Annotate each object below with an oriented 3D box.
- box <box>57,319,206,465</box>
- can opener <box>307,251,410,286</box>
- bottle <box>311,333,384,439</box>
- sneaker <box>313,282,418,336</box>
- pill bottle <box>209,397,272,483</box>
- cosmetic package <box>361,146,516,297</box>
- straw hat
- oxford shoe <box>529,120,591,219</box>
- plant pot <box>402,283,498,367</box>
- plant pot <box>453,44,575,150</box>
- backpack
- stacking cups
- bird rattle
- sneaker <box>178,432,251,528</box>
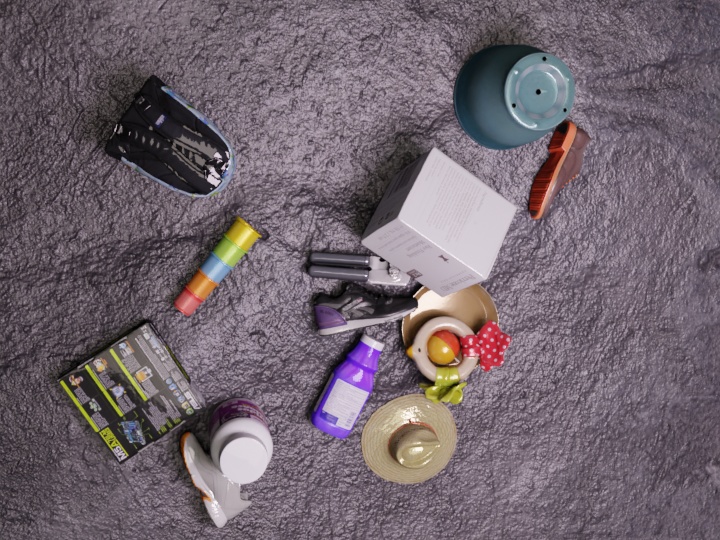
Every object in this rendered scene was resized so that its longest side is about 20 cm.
[{"bbox_3d":[-0.417,0.223,1.560,0.193,0.048,0.201,-33,104,-3],"label":"box"},{"bbox_3d":[0.000,0.000,1.608,0.199,0.066,0.053,5,76,-5],"label":"can opener"},{"bbox_3d":[-0.020,0.220,1.632,0.083,0.065,0.201,26,92,-15],"label":"bottle"},{"bbox_3d":[0.009,0.061,1.604,0.199,0.076,0.088,-13,94,-1],"label":"sneaker"},{"bbox_3d":[-0.216,0.309,1.534,0.112,0.200,0.113,-2,98,-12],"label":"pill bottle"},{"bbox_3d":[0.142,-0.083,1.548,0.199,0.165,0.166,33,66,-13],"label":"cosmetic package"},{"bbox_3d":[0.107,0.347,1.666,0.200,0.085,0.202,-2,98,-11],"label":"straw hat"},{"bbox_3d":[0.394,-0.187,1.659,0.072,0.071,0.201,23,93,-19],"label":"oxford shoe"},{"bbox_3d":[0.175,0.109,1.677,0.199,0.027,0.201,-2,99,-12],"label":"plant pot"},{"bbox_3d":[0.293,-0.321,1.557,0.199,0.188,0.201,-2,99,-11],"label":"plant pot"},{"bbox_3d":[-0.311,-0.213,1.481,0.199,0.154,0.164,30,89,8],"label":"backpack"},{"bbox_3d":[-0.266,-0.005,1.550,0.060,0.060,0.200,40,88,-14],"label":"stacking cups"},{"bbox_3d":[0.181,0.159,1.625,0.163,0.113,0.200,43,85,2],"label":"bird rattle"},{"bbox_3d":[-0.274,0.382,1.606,0.092,0.076,0.201,-27,110,-15],"label":"sneaker"}]
